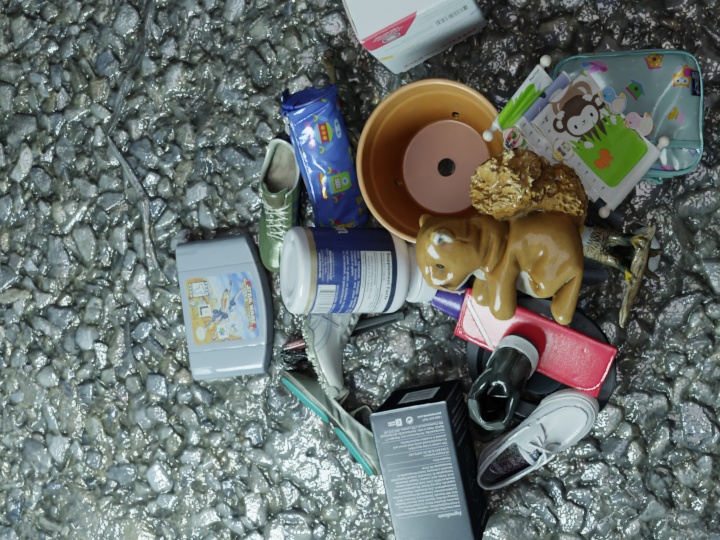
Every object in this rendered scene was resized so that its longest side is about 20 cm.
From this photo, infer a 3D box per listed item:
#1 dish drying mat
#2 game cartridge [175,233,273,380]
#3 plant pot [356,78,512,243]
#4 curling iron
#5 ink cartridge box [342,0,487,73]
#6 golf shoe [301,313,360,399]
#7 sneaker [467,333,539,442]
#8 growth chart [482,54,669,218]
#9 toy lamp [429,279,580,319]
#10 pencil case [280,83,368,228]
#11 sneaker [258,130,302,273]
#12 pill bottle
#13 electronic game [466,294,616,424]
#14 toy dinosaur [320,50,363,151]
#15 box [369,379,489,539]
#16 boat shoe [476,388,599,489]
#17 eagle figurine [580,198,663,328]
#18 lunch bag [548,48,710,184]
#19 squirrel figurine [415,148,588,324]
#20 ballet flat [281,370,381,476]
[{"bbox_3d":[0.216,0.090,1.106,0.197,0.018,0.078,24,121,16],"label":"dish drying mat"},{"bbox_3d":[-0.195,0.053,1.286,0.130,0.041,0.205,-7,92,18],"label":"game cartridge"},{"bbox_3d":[0.104,-0.136,1.148,0.196,0.140,0.205,1,93,13],"label":"plant pot"},{"bbox_3d":[-0.028,0.097,1.255,0.197,0.026,0.050,-24,109,9],"label":"curling iron"},{"bbox_3d":[0.071,-0.333,1.113,0.145,0.200,0.087,-25,87,13],"label":"ink cartridge box"},{"bbox_3d":[-0.034,0.070,1.207,0.095,0.078,0.204,-12,71,2],"label":"golf shoe"},{"bbox_3d":[0.165,0.171,1.121,0.066,0.091,0.202,29,139,13],"label":"sneaker"},{"bbox_3d":[0.263,-0.164,1.057,0.198,0.018,0.146,34,88,-5],"label":"growth chart"},{"bbox_3d":[0.191,0.053,1.183,0.196,0.058,0.059,15,97,11],"label":"toy lamp"},{"bbox_3d":[-0.049,-0.147,1.181,0.086,0.078,0.203,-26,115,-25],"label":"pencil case"},{"bbox_3d":[-0.116,-0.096,1.228,0.066,0.090,0.205,10,96,11],"label":"sneaker"},{"bbox_3d":[0.000,0.000,1.160,0.196,0.111,0.114,1,94,-20],"label":"pill bottle"},{"bbox_3d":[0.234,0.124,1.155,0.196,0.042,0.204,11,120,19],"label":"electronic game"},{"bbox_3d":[-0.031,-0.204,1.226,0.087,0.047,0.203,-24,91,7],"label":"toy dinosaur"},{"bbox_3d":[0.095,0.264,1.171,0.105,0.148,0.204,-12,90,14],"label":"box"},{"bbox_3d":[0.225,0.225,1.146,0.199,0.069,0.072,-35,99,34],"label":"boat shoe"},{"bbox_3d":[0.282,-0.041,1.136,0.198,0.153,0.152,21,55,40],"label":"eagle figurine"},{"bbox_3d":[0.335,-0.190,1.109,0.195,0.077,0.164,-1,89,4],"label":"lunch bag"},{"bbox_3d":[0.160,-0.048,1.017,0.183,0.142,0.204,10,109,-4],"label":"squirrel figurine"},{"bbox_3d":[-0.026,0.202,1.249,0.064,0.067,0.200,-43,84,-15],"label":"ballet flat"}]
